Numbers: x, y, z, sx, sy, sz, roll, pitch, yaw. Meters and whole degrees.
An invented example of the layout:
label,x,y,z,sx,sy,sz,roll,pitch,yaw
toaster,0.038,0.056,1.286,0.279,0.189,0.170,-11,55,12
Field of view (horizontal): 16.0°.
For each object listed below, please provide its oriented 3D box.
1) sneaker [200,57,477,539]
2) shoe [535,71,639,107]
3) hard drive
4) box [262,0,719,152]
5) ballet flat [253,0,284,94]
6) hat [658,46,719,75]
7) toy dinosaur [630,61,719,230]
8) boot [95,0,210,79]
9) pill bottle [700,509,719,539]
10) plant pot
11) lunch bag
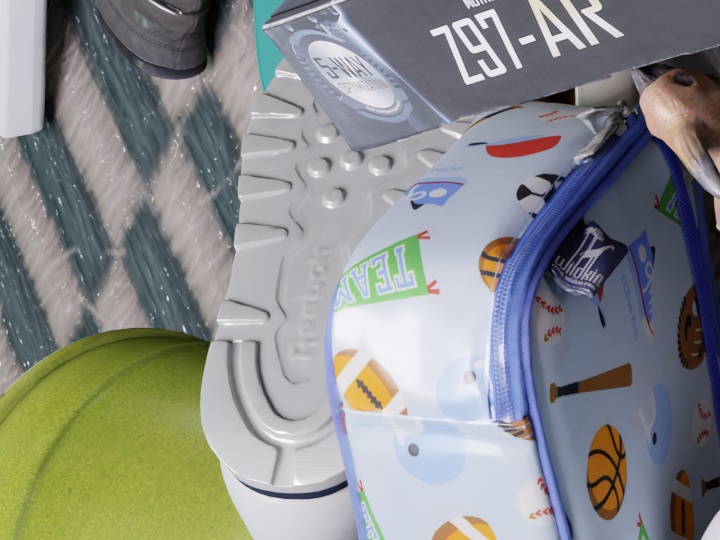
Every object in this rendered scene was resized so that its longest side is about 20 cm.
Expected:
label,x,y,z,sx,sy,sz,roll,pitch,yaw
sneaker,0.000,0.000,0.807,0.076,0.201,0.081,9,147,19
shoe,0.068,-0.057,0.833,0.070,0.053,0.201,34,128,52
hard drive,-0.172,-0.176,1.168,0.200,0.027,0.132,101,149,-48
box,0.088,-0.120,0.651,0.160,0.200,0.044,-13,120,50
ballet flat,0.001,-0.056,0.914,0.068,0.072,0.201,-36,50,55
hat,0.133,-0.069,0.710,0.200,0.081,0.202,13,106,55
toy dinosaur,0.168,0.001,0.593,0.199,0.135,0.086,6,96,27
boot,-0.102,-0.189,1.073,0.132,0.070,0.201,-58,44,51
pill bottle,0.172,0.116,0.653,0.200,0.110,0.111,29,119,51
plant pot,-0.016,0.119,0.894,0.192,0.200,0.201,-3,93,46
lunch bag,0.063,0.049,0.750,0.075,0.160,0.201,2,117,29
